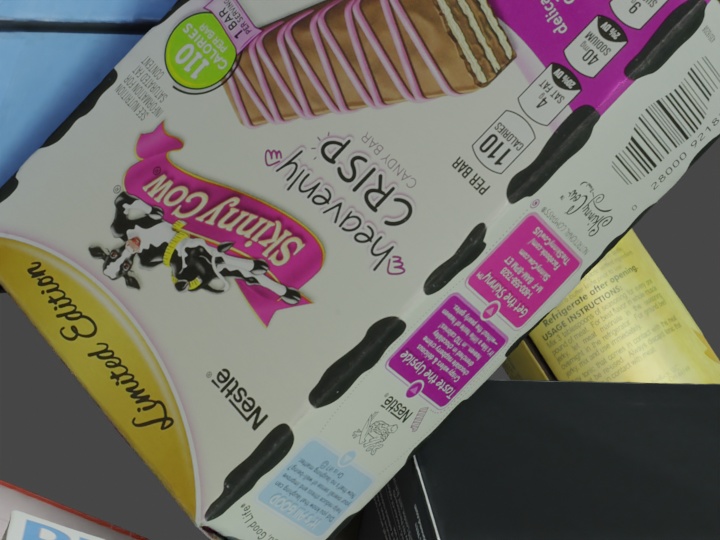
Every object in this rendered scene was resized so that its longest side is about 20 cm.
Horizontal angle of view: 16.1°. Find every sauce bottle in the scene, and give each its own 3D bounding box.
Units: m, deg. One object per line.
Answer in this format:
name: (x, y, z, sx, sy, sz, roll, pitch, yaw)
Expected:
sauce bottle: (0.070, 0.007, 0.858, 0.064, 0.065, 0.201, -28, 81, -22)

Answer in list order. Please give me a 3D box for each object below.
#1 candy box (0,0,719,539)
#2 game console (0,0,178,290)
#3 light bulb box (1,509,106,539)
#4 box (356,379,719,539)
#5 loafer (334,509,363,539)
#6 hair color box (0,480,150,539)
candy box: (-0.002, -0.033, 0.726, 0.200, 0.061, 0.136, -47, 56, 3)
game console: (-0.089, -0.073, 0.759, 0.031, 0.178, 0.199, 40, 28, 31)
light bulb box: (-0.039, 0.202, 0.677, 0.197, 0.125, 0.201, 18, 108, -8)
box: (0.098, 0.111, 0.780, 0.198, 0.142, 0.079, 1, 40, -14)
loafer: (0.000, 0.000, 0.812, 0.069, 0.070, 0.202, 6, 93, 4)
hair color box: (-0.168, 0.099, 0.764, 0.199, 0.061, 0.102, 23, 66, -6)
